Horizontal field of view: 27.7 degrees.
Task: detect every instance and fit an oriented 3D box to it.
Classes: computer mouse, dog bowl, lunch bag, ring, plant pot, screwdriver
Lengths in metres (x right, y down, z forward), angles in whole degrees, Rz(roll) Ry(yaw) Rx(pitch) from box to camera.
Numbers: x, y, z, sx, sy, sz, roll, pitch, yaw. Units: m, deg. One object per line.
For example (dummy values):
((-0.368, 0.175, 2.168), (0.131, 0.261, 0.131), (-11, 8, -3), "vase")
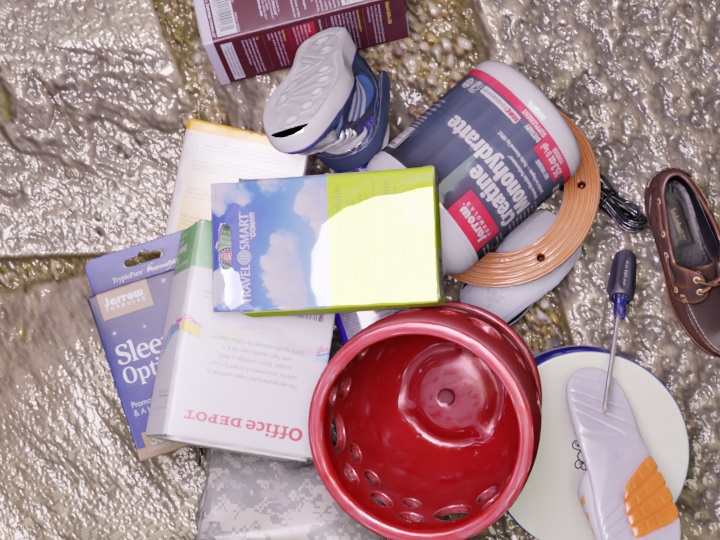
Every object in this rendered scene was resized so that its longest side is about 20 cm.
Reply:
((0.183, -0.018, 1.464), (0.110, 0.044, 0.200), (44, 90, 0), "computer mouse")
((0.220, 0.175, 1.444), (0.199, 0.079, 0.201), (0, 89, 1), "dog bowl")
((-0.065, 0.248, 1.420), (0.199, 0.139, 0.168), (4, 81, -2), "lunch bag")
((0.138, -0.079, 1.453), (0.200, 0.019, 0.201), (-3, 76, 13), "ring")
((0.071, 0.129, 1.322), (0.200, 0.182, 0.201), (2, 97, 16), "plant pot")
((0.251, 0.060, 1.416), (0.029, 0.028, 0.200), (29, 49, -23), "screwdriver")

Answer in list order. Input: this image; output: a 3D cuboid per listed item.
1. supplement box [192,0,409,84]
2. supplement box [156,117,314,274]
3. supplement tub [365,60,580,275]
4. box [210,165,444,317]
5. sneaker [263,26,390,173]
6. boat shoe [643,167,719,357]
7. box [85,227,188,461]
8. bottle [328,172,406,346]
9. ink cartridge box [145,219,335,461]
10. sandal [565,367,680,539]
((-0.056, -0.251, 1.434), (0.199, 0.109, 0.061), (-13, 75, 0), "supplement box")
((-0.126, -0.040, 1.454), (0.126, 0.074, 0.201), (12, 91, 2), "supplement box")
((0.094, -0.087, 1.374), (0.200, 0.140, 0.140), (-42, 89, -5), "supplement tub")
((-0.029, -0.023, 1.285), (0.199, 0.048, 0.122), (-3, 82, 9), "box")
((-0.019, -0.124, 1.366), (0.080, 0.200, 0.147), (-14, 122, 20), "sneaker")
((0.333, -0.006, 1.448), (0.070, 0.070, 0.201), (-24, 91, -2), "boat shoe")
((-0.185, 0.070, 1.407), (0.121, 0.032, 0.201), (-18, 91, 3), "box")
((0.000, 0.000, 1.456), (0.083, 0.065, 0.201), (-19, 89, -4), "bottle")
((-0.106, 0.069, 1.349), (0.145, 0.087, 0.201), (12, 78, -19), "ink cartridge box")
((0.241, 0.195, 1.381), (0.079, 0.059, 0.207), (-8, 68, -15), "sandal")
